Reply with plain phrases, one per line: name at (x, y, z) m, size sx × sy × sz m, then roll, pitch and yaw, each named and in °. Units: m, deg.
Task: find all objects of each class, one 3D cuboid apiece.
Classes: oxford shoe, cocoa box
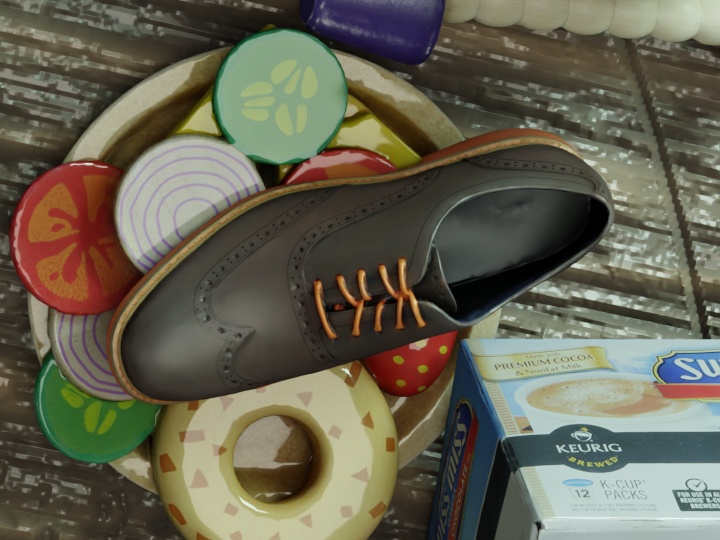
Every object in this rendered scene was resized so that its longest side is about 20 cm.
oxford shoe at (0.000, 0.000, 1.073) m, size 0.200 × 0.073 × 0.071 m, roll -24°, pitch 106°, yaw -6°
cocoa box at (0.137, 0.113, 1.133) m, size 0.200 × 0.131 × 0.133 m, roll 1°, pitch 121°, yaw -13°

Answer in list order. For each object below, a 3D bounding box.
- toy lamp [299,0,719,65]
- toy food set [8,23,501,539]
toy lamp at (0.076, -0.103, 1.128) m, size 0.200 × 0.058 × 0.058 m, roll 5°, pitch 101°, yaw -14°
toy food set at (-0.039, 0.007, 1.129) m, size 0.198 × 0.049 × 0.200 m, roll 40°, pitch 91°, yaw -17°
